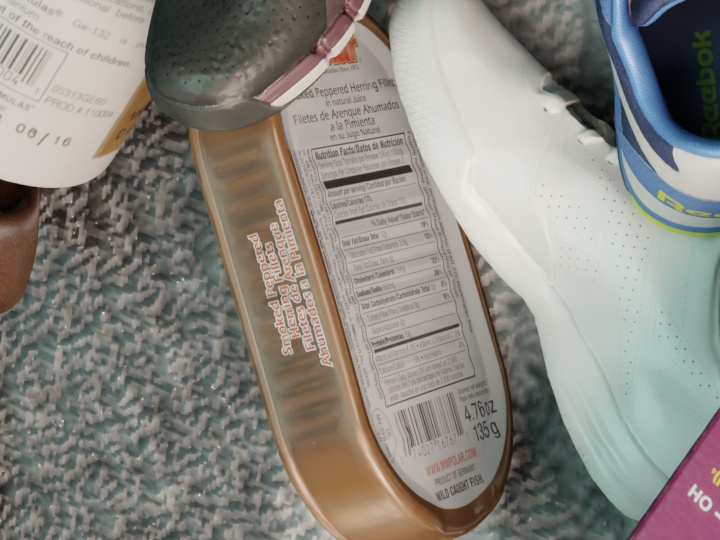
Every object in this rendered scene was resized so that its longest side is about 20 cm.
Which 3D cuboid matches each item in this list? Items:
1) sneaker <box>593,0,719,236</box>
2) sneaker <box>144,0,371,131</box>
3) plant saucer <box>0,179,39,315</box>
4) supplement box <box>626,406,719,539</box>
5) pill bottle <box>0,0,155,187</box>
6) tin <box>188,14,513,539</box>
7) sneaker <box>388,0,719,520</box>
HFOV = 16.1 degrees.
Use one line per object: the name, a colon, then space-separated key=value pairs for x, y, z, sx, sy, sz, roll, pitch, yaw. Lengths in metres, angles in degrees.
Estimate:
sneaker: x=0.100 y=-0.112 z=0.801 sx=0.074 sy=0.082 sz=0.201 roll=-15 pitch=86 yaw=2
sneaker: x=-0.025 y=-0.151 z=0.828 sx=0.076 sy=0.116 sz=0.200 roll=21 pitch=71 yaw=27
plant saucer: x=-0.191 y=-0.069 z=0.983 sx=0.034 sy=0.200 sz=0.200 roll=-42 pitch=72 yaw=15
supplement box: x=0.156 y=0.093 z=0.783 sx=0.103 sy=0.131 sz=0.200 roll=45 pitch=121 yaw=24
pill bottle: x=-0.096 y=-0.139 z=0.937 sx=0.114 sy=0.114 sz=0.200 roll=46 pitch=117 yaw=21
tin: x=0.000 y=0.000 z=0.897 sx=0.042 sy=0.112 sz=0.201 roll=-17 pitch=89 yaw=28
sneaker: x=0.086 y=-0.021 z=0.862 sx=0.088 sy=0.075 sz=0.200 roll=-31 pitch=85 yaw=24
